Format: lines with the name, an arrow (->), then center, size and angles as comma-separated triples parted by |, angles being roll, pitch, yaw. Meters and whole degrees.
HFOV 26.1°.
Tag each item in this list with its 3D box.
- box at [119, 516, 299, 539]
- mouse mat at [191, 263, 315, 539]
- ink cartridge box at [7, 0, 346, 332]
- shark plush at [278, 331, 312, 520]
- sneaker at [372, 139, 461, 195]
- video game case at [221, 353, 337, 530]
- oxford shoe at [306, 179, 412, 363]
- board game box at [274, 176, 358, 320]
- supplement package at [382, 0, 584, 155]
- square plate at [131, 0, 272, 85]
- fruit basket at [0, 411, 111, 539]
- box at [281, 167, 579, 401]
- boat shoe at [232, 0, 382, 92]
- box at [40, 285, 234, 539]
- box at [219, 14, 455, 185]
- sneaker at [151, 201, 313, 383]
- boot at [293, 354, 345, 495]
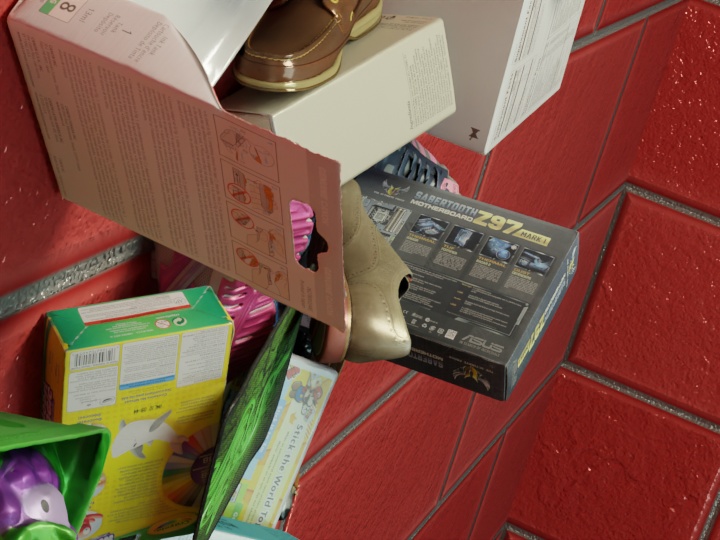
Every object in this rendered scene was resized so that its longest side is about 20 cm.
box -> -0.122, 0.230, 1.185 | 0.200, 0.049, 0.083 | 25, 88, -46
mouse mat -> -0.077, 0.104, 1.107 | 0.200, 0.007, 0.162 | -60, 169, -54
ink cartridge box -> -0.086, -0.063, 0.844 | 0.050, 0.199, 0.161 | -58, 162, -29
shark plush -> -0.092, 0.115, 1.316 | 0.091, 0.083, 0.201 | 31, 73, -46
sneaker -> 0.054, -0.094, 1.481 | 0.071, 0.082, 0.200 | -67, 164, -1
video game case -> -0.118, 0.147, 1.210 | 0.182, 0.023, 0.201 | 24, 88, -46
oxford shoe -> 0.000, 0.000, 1.177 | 0.201, 0.074, 0.071 | -93, -165, -47
board game box -> -0.060, -0.041, 1.250 | 0.200, 0.043, 0.200 | 75, 39, -65
supplement package -> 0.089, -0.217, 1.300 | 0.200, 0.151, 0.151 | -42, 150, -56
square plate -> -0.106, -0.183, 0.934 | 0.199, 0.028, 0.200 | -59, 163, -29
fruit basket -> -0.189, 0.166, 0.821 | 0.156, 0.215, 0.215 | -69, 164, 6
box -> 0.058, 0.006, 1.256 | 0.051, 0.199, 0.158 | 87, 28, -48
boat shoe -> -0.036, -0.185, 1.096 | 0.200, 0.072, 0.068 | -55, 155, -54
box -> -0.153, 0.109, 1.036 | 0.117, 0.048, 0.201 | -9, 128, -26
box -> -0.017, -0.117, 1.135 | 0.200, 0.068, 0.083 | -34, 124, -41
sneaker -> -0.105, 0.008, 1.088 | 0.081, 0.088, 0.201 | -13, 137, -48
boot -> -0.066, 0.147, 1.420 | 0.201, 0.076, 0.155 | -62, 162, -10
